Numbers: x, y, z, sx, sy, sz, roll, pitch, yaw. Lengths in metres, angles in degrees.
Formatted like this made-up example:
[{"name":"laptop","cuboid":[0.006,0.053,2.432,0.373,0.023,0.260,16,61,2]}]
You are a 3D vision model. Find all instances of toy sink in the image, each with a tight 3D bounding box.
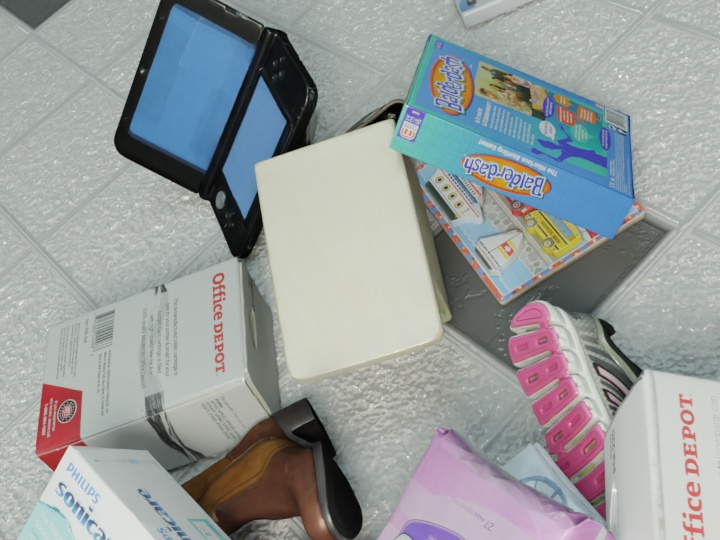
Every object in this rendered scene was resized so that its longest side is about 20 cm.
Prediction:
[{"name":"toy sink","cuboid":[0.000,0.000,0.873,0.128,0.112,0.203,-17,64,9]}]

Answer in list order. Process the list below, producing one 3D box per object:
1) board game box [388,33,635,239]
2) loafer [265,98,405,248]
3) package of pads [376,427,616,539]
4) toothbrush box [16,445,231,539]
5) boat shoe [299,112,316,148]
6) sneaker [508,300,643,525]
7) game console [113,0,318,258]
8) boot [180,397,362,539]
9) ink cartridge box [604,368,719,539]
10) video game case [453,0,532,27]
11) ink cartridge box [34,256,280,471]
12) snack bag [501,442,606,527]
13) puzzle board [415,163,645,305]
[{"name":"board game box","cuboid":[0.132,-0.118,0.875,0.197,0.045,0.153,23,36,-2]},{"name":"loafer","cuboid":[-0.020,-0.093,0.996,0.072,0.063,0.201,39,68,1]},{"name":"package of pads","cuboid":[0.052,0.209,0.613,0.120,0.075,0.202,26,84,44]},{"name":"toothbrush box","cuboid":[-0.183,0.248,0.722,0.146,0.085,0.202,34,99,32]},{"name":"boat shoe","cuboid":[-0.083,-0.127,1.070,0.069,0.064,0.202,-15,48,12]},{"name":"sneaker","cuboid":[0.177,0.113,0.735,0.086,0.074,0.203,-1,59,-31]},{"name":"game console","cuboid":[-0.148,-0.144,1.011,0.202,0.115,0.177,-62,37,30]},{"name":"boot","cuboid":[-0.105,0.191,0.781,0.198,0.069,0.189,-32,28,-3]},{"name":"ink cartridge box","cuboid":[0.251,0.152,0.609,0.196,0.086,0.148,8,52,0]},{"name":"video game case","cuboid":[0.187,-0.370,1.175,0.197,0.022,0.184,-21,46,7]},{"name":"ink cartridge box","cuboid":[-0.175,0.094,0.915,0.197,0.084,0.146,-20,46,10]},{"name":"snack bag","cuboid":[0.105,0.234,0.652,0.188,0.021,0.200,-40,51,-5]},{"name":"puzzle board","cuboid":[0.144,-0.073,0.950,0.149,0.018,0.201,-31,45,-2]}]
